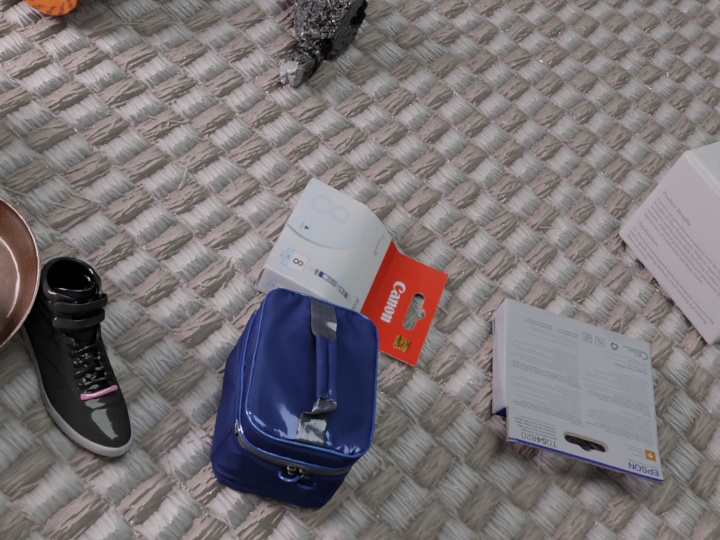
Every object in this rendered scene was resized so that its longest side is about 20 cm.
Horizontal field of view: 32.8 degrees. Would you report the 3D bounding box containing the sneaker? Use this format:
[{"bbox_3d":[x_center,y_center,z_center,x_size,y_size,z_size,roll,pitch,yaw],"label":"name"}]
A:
[{"bbox_3d":[-0.263,0.075,1.150,0.070,0.099,0.200,-14,62,-37],"label":"sneaker"}]

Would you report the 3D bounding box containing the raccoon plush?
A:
[{"bbox_3d":[-0.083,-0.342,1.602,0.134,0.097,0.200,32,45,12],"label":"raccoon plush"}]

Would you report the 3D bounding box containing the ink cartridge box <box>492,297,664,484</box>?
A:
[{"bbox_3d":[0.244,0.143,1.391,0.199,0.041,0.201,18,47,-13],"label":"ink cartridge box"}]

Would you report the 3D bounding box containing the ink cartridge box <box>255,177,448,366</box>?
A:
[{"bbox_3d":[0.000,0.000,1.382,0.199,0.047,0.160,26,45,-2],"label":"ink cartridge box"}]

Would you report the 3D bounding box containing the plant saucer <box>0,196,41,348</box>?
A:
[{"bbox_3d":[-0.396,0.012,1.142,0.199,0.037,0.201,1,66,-2],"label":"plant saucer"}]

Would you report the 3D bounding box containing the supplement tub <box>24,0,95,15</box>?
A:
[{"bbox_3d":[-0.340,-0.403,1.494,0.122,0.123,0.200,29,45,-2],"label":"supplement tub"}]

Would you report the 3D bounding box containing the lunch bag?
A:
[{"bbox_3d":[-0.061,0.125,1.188,0.135,0.133,0.201,15,47,-15],"label":"lunch bag"}]

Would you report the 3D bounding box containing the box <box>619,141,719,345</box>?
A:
[{"bbox_3d":[0.494,-0.050,1.588,0.199,0.172,0.199,-19,63,-37],"label":"box"}]
